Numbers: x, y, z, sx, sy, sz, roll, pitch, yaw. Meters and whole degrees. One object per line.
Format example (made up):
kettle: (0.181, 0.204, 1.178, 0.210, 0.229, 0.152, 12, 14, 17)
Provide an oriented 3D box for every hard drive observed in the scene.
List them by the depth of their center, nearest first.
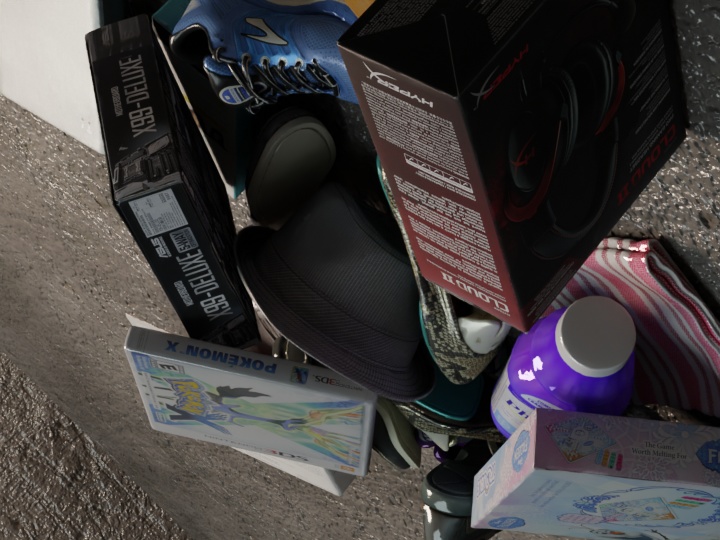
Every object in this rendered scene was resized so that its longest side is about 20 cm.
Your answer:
hard drive: (-0.229, -0.203, 1.187, 0.139, 0.033, 0.202, 30, 133, 33)

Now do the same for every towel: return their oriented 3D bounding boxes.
towel: (0.169, 0.039, 1.045, 0.147, 0.030, 0.200, 50, 160, -18)

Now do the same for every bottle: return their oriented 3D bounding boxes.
bottle: (0.136, 0.070, 1.034, 0.083, 0.066, 0.200, 25, 161, 5)

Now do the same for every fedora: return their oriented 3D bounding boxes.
fedora: (0.000, 0.000, 1.137, 0.176, 0.091, 0.200, 32, -167, -10)

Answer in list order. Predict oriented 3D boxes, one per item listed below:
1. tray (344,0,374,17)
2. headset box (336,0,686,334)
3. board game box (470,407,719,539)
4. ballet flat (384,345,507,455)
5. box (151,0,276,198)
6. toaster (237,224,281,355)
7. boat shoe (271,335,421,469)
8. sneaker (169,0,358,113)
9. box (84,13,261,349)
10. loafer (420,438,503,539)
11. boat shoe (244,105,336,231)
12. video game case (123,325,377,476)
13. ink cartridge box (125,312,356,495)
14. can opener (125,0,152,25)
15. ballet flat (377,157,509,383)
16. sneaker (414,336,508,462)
tray: (0.048, -0.136, 0.896, 0.200, 0.037, 0.098, 48, 161, -19)
headset box: (0.084, -0.079, 0.774, 0.075, 0.149, 0.201, 29, 156, 33)
board game box: (0.189, 0.144, 1.058, 0.197, 0.044, 0.200, 6, 160, -6)
ballet flat: (0.097, 0.111, 1.197, 0.198, 0.068, 0.076, 11, 133, 14)
box: (-0.107, -0.133, 1.188, 0.082, 0.049, 0.200, 39, 161, 9)
toaster: (-0.048, 0.036, 1.344, 0.200, 0.114, 0.129, 49, 156, -24)
boat shoe: (-0.003, 0.101, 1.266, 0.067, 0.072, 0.200, -13, 144, 20)
sneaker: (-0.046, -0.131, 1.010, 0.199, 0.089, 0.079, 25, 156, 40)
box: (-0.131, -0.056, 1.125, 0.201, 0.049, 0.159, 69, -176, -54)
loafer: (0.102, 0.172, 1.235, 0.071, 0.199, 0.064, 18, 107, 30)
boat shoe: (-0.064, -0.079, 1.187, 0.063, 0.072, 0.200, 59, 168, 16)
video game case: (-0.078, 0.102, 1.190, 0.180, 0.022, 0.200, 12, 158, 4)
ink cartridge box: (-0.094, 0.100, 1.334, 0.160, 0.050, 0.201, 20, 152, 29)
can opener: (-0.166, -0.145, 1.286, 0.063, 0.079, 0.200, -3, 154, 6)
ballet flat: (0.068, -0.003, 1.042, 0.075, 0.068, 0.201, 11, 130, 41)
sneaker: (0.072, 0.094, 1.265, 0.074, 0.088, 0.201, 26, 156, 37)
